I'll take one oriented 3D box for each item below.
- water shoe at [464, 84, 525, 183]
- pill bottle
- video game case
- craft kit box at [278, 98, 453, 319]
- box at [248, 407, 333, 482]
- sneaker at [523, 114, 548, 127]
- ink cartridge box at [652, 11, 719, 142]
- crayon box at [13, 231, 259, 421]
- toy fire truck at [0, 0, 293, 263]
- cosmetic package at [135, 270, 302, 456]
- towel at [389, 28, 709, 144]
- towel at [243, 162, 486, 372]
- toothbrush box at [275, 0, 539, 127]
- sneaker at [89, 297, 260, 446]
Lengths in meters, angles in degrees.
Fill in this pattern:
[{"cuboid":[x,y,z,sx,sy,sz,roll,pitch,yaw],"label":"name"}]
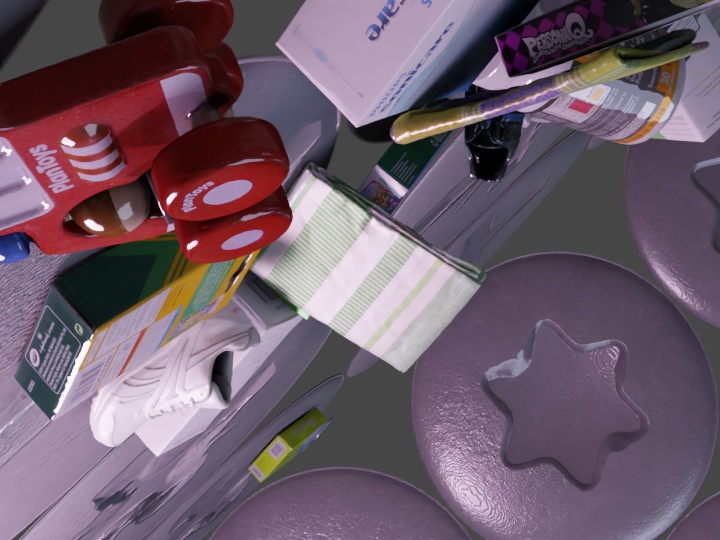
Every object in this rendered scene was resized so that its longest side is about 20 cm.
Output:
[{"cuboid":[0.140,-0.164,1.187,0.201,0.071,0.079,75,25,-58],"label":"water shoe"},{"cuboid":[0.195,-0.194,1.082,0.199,0.117,0.117,12,135,-30],"label":"pill bottle"},{"cuboid":[0.196,-0.189,0.854,0.180,0.036,0.200,-19,-174,14],"label":"video game case"},{"cuboid":[0.014,-0.069,1.197,0.198,0.048,0.200,-55,179,35],"label":"craft kit box"},{"cuboid":[-0.148,0.372,2.515,0.122,0.048,0.200,-49,170,27],"label":"box"},{"cuboid":[0.236,-0.237,1.334,0.200,0.116,0.075,-43,171,-10],"label":"sneaker"},{"cuboid":[0.306,-0.243,1.247,0.084,0.200,0.146,-41,-163,-8],"label":"ink cartridge box"},{"cuboid":[-0.164,0.019,0.899,0.200,0.052,0.126,-35,166,-45],"label":"crayon box"},{"cuboid":[-0.130,-0.059,0.603,0.167,0.113,0.200,-19,166,-7],"label":"toy fire truck"},{"cuboid":[-0.153,0.093,1.206,0.200,0.074,0.102,-50,169,23],"label":"cosmetic package"},{"cuboid":[0.128,-0.131,0.825,0.199,0.023,0.143,-12,-173,43],"label":"towel"},{"cuboid":[0.000,0.000,1.110,0.153,0.199,0.023,-51,-167,36],"label":"towel"},{"cuboid":[0.053,-0.194,0.816,0.147,0.085,0.200,-50,171,31],"label":"toothbrush box"},{"cuboid":[-0.172,0.106,1.087,0.200,0.099,0.078,-48,170,16],"label":"sneaker"}]
